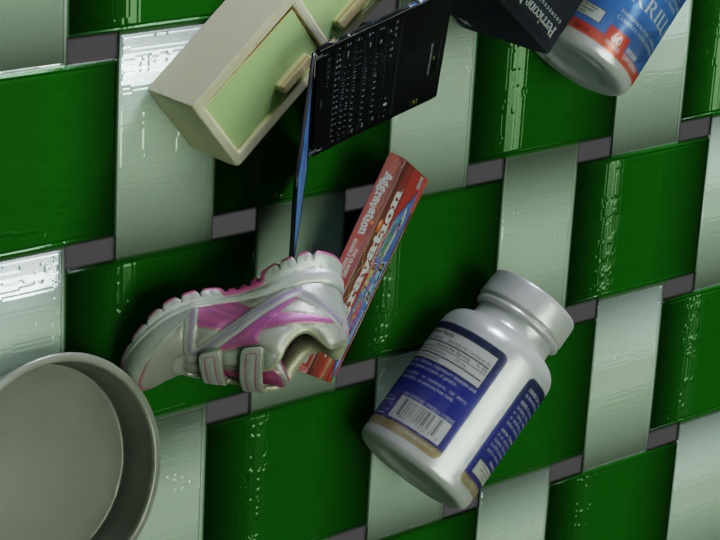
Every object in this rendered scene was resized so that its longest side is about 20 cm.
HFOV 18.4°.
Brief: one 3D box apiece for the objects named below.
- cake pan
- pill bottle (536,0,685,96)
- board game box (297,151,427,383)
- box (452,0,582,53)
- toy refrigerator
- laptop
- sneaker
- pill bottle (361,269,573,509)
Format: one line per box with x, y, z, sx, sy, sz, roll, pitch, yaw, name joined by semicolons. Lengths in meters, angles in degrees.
-0.249;0.161;1.765;0.200;0.037;0.201;-10;105;-40;cake pan
0.244;-0.268;2.006;0.112;0.112;0.201;41;78;-43;pill bottle
0.000;0.000;1.922;0.201;0.019;0.103;-65;165;-1;board game box
0.126;-0.326;1.874;0.197;0.117;0.200;41;79;-44;box
-0.070;-0.186;1.783;0.200;0.070;0.076;-50;132;-16;toy refrigerator
0.006;-0.111;1.802;0.199;0.104;0.177;-26;160;-15;laptop
-0.097;0.059;1.798;0.199;0.089;0.081;-22;157;2;sneaker
0.103;0.105;2.022;0.200;0.119;0.120;-53;133;-12;pill bottle
